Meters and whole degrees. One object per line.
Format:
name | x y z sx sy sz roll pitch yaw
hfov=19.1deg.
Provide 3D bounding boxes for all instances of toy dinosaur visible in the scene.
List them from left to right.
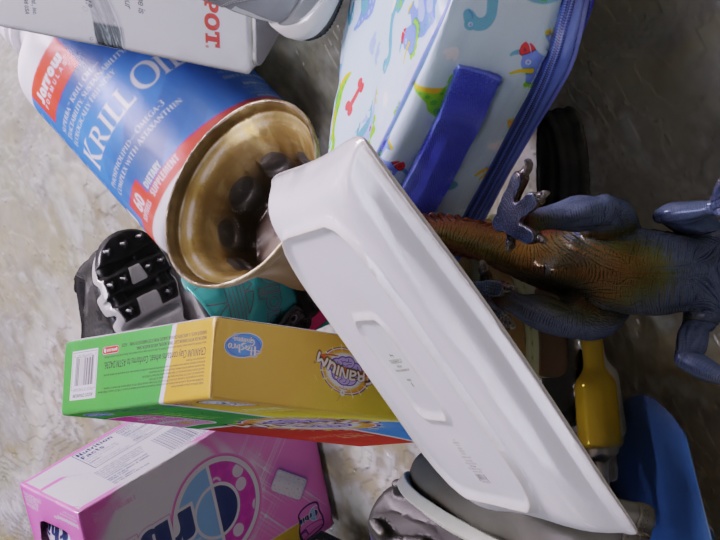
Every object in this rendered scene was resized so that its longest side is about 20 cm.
toy dinosaur | 0.136 -0.014 0.959 0.200 0.180 0.106 34 119 51

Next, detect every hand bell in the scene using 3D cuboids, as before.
hand bell | 0.000 0.000 1.149 0.104 0.105 0.200 14 166 47

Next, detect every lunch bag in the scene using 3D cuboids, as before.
lunch bag | 0.044 -0.108 1.008 0.082 0.162 0.201 13 139 -11

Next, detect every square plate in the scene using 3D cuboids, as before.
square plate | 0.028 0.036 0.951 0.199 0.028 0.200 55 168 -5

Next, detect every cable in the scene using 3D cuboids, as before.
cable | 0.114 0.010 1.118 0.097 0.050 0.202 -107 16 -75

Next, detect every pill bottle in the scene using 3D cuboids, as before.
pill bottle | -0.133 -0.111 1.270 0.200 0.112 0.113 45 143 22

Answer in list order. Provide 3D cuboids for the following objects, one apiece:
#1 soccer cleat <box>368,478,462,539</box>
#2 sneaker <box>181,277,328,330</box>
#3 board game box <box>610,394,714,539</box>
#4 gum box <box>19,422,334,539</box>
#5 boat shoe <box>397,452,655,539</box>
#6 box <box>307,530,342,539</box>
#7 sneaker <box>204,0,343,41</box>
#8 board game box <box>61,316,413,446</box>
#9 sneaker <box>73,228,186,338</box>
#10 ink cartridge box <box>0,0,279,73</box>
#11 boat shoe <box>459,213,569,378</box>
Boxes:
soccer cleat | 0.092 0.183 1.263 0.199 0.065 0.084 24 162 35
sneaker | -0.040 -0.010 1.218 0.084 0.120 0.200 50 144 13
board game box | 0.179 0.161 1.108 0.158 0.039 0.202 116 143 -73
gum box | -0.117 0.152 1.366 0.066 0.199 0.114 17 126 45
boat shoe | 0.086 0.122 1.108 0.201 0.072 0.061 24 91 61
box | 0.043 0.268 1.366 0.199 0.051 0.159 22 139 44
sneaker | -0.042 -0.210 1.035 0.075 0.115 0.201 -109 36 -57
board game box | -0.034 0.062 1.132 0.153 0.199 0.041 -10 74 54
sneaker | -0.142 0.071 1.464 0.090 0.066 0.201 -13 100 58
ink cartridge box | -0.136 -0.202 1.165 0.198 0.083 0.147 13 129 13
boat shoe | 0.051 0.012 1.085 0.200 0.075 0.072 -130 33 -83
